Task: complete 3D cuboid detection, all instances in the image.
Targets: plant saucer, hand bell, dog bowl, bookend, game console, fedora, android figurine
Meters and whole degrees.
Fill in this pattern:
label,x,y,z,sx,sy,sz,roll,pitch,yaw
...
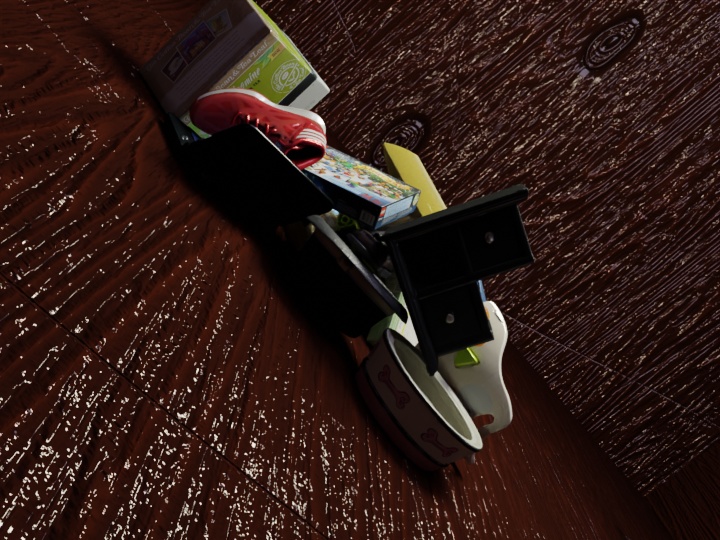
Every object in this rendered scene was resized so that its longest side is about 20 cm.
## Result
label,x,y,z,sx,sy,sz,roll,pitch,yaw
plant saucer,0.105,-0.089,1.493,0.200,0.048,0.201,71,-6,-61
hand bell,-0.117,-0.101,1.407,0.104,0.104,0.201,40,22,-48
dog bowl,0.071,0.177,1.215,0.200,0.074,0.200,48,10,-11
bookend,0.154,0.011,1.240,0.092,0.197,0.202,-64,136,-80
game console,-0.156,-0.152,1.282,0.200,0.116,0.176,43,12,-42
fedora,-0.028,0.021,1.266,0.201,0.092,0.201,48,2,-2
android figurine,0.000,0.000,1.472,0.200,0.041,0.184,44,34,-76

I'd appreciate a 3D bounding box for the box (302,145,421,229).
label,x,y,z,sx,sy,sz,roll,pitch,yaw
box,-0.026,-0.131,1.358,0.199,0.038,0.136,28,26,19

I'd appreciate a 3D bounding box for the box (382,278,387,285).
label,x,y,z,sx,sy,sz,roll,pitch,yaw
box,0.107,0.024,1.622,0.200,0.046,0.160,40,34,-40

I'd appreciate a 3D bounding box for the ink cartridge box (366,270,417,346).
label,x,y,z,sx,sy,sz,roll,pitch,yaw
ink cartridge box,0.100,0.100,1.492,0.200,0.048,0.147,42,56,-37

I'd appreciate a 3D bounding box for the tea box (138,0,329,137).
label,x,y,z,sx,sy,sz,roll,pitch,yaw
tea box,-0.190,-0.291,1.410,0.134,0.200,0.197,54,11,29

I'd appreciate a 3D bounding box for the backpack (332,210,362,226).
label,x,y,z,sx,sy,sz,roll,pitch,yaw
backpack,-0.047,-0.138,1.713,0.200,0.134,0.183,44,11,-28

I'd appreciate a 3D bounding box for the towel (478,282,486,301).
label,x,y,z,sx,sy,sz,roll,pitch,yaw
towel,0.193,0.050,1.603,0.200,0.048,0.113,63,19,-60

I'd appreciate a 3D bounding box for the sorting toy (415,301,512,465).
label,x,y,z,sx,sy,sz,roll,pitch,yaw
sorting toy,0.149,0.179,1.342,0.106,0.201,0.181,-2,50,-34

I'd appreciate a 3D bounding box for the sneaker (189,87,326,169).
label,x,y,z,sx,sy,sz,roll,pitch,yaw
sneaker,-0.139,-0.197,1.286,0.198,0.079,0.116,5,27,-13

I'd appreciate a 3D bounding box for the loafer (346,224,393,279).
label,x,y,z,sx,sy,sz,roll,pitch,yaw
loafer,0.028,-0.037,1.339,0.072,0.063,0.200,48,1,13

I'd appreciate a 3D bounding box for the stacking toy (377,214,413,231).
label,x,y,z,sx,sy,sz,roll,pitch,yaw
stacking toy,0.041,-0.089,1.534,0.085,0.085,0.200,47,10,-21

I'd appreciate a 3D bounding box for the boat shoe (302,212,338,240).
label,x,y,z,sx,sy,sz,roll,pitch,yaw
boat shoe,-0.077,-0.073,1.491,0.067,0.074,0.200,53,8,-18
